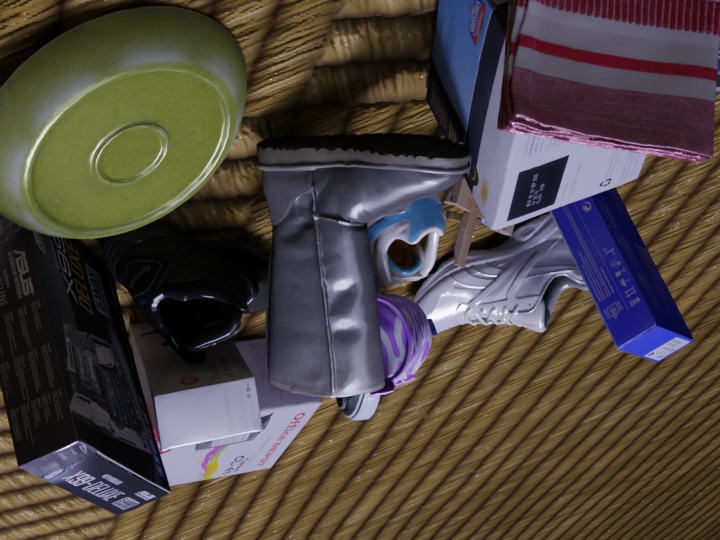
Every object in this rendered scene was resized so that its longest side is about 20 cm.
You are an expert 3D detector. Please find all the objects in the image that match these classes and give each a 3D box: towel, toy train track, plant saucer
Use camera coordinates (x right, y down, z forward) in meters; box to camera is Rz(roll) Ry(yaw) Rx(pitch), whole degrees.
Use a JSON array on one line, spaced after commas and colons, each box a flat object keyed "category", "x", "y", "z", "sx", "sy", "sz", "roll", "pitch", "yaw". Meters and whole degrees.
[{"category": "towel", "x": 0.162, "y": -0.176, "z": 0.829, "sx": 0.142, "sy": 0.203, "sz": 0.023, "roll": 6, "pitch": 177, "yaw": -14}, {"category": "toy train track", "x": 0.101, "y": -0.059, "z": 1.191, "sx": 0.032, "sy": 0.116, "sz": 0.200, "roll": 15, "pitch": 179, "yaw": 21}, {"category": "plant saucer", "x": -0.158, "y": -0.087, "z": 0.899, "sx": 0.198, "sy": 0.031, "sz": 0.201, "roll": -26, "pitch": 150, "yaw": -16}]

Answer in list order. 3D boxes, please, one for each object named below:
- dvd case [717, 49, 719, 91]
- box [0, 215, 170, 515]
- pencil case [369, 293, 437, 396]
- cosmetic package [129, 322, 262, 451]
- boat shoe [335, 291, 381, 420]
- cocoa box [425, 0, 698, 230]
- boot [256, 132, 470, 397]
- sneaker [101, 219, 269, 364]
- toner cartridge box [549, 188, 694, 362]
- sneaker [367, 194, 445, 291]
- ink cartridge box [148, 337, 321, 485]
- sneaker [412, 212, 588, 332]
[{"category": "dvd case", "x": 0.281, "y": -0.203, "z": 1.105, "sx": 0.198, "sy": 0.025, "sz": 0.151, "roll": -5, "pitch": 149, "yaw": -33}, {"category": "box", "x": -0.213, "y": 0.063, "z": 0.980, "sx": 0.049, "sy": 0.202, "sz": 0.158, "roll": -23, "pitch": 154, "yaw": 6}, {"category": "pencil case", "x": 0.017, "y": 0.064, "z": 1.185, "sx": 0.083, "sy": 0.087, "sz": 0.200, "roll": -10, "pitch": 176, "yaw": 9}, {"category": "cosmetic package", "x": -0.141, "y": 0.085, "z": 1.114, "sx": 0.081, "sy": 0.051, "sz": 0.200, "roll": -12, "pitch": -164, "yaw": -13}, {"category": "boat shoe", "x": -0.017, "y": 0.086, "z": 1.363, "sx": 0.070, "sy": 0.073, "sz": 0.201, "roll": -9, "pitch": 141, "yaw": -12}, {"category": "cocoa box", "x": 0.134, "y": -0.149, "z": 0.953, "sx": 0.132, "sy": 0.132, "sz": 0.201, "roll": -19, "pitch": 154, "yaw": -12}, {"category": "boot", "x": 0.002, "y": -0.001, "z": 1.021, "sx": 0.179, "sy": 0.203, "sz": 0.072, "roll": 3, "pitch": -164, "yaw": 23}, {"category": "sneaker", "x": -0.117, "y": 0.027, "z": 1.094, "sx": 0.076, "sy": 0.115, "sz": 0.199, "roll": -42, "pitch": 153, "yaw": 15}, {"category": "toner cartridge box", "x": 0.221, "y": -0.020, "z": 1.196, "sx": 0.043, "sy": 0.202, "sz": 0.095, "roll": -33, "pitch": 153, "yaw": 22}, {"category": "sneaker", "x": 0.018, "y": -0.018, "z": 1.164, "sx": 0.076, "sy": 0.082, "sz": 0.201, "roll": -15, "pitch": 157, "yaw": -21}, {"category": "ink cartridge box", "x": -0.158, "y": 0.142, "z": 1.314, "sx": 0.198, "sy": 0.086, "sz": 0.148, "roll": -4, "pitch": 148, "yaw": -33}, {"category": "sneaker", "x": 0.142, "y": 0.024, "z": 1.329, "sx": 0.198, "sy": 0.100, "sz": 0.078, "roll": -29, "pitch": 154, "yaw": 10}]
